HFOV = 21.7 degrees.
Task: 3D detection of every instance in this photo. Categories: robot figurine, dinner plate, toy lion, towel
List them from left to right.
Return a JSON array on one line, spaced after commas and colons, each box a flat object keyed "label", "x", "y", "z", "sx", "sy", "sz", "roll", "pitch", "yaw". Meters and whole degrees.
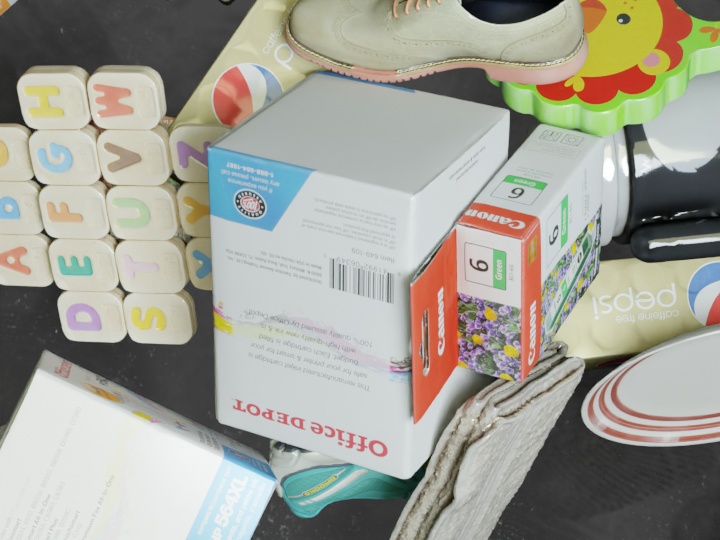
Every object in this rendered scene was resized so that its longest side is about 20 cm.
[{"label": "towel", "x": 0.076, "y": 0.142, "z": 1.254, "sx": 0.034, "sy": 0.132, "sz": 0.201, "roll": 39, "pitch": 127, "yaw": 20}, {"label": "toy lion", "x": 0.183, "y": -0.175, "z": 1.261, "sx": 0.198, "sy": 0.069, "sz": 0.193, "roll": 3, "pitch": 58, "yaw": 9}, {"label": "robot figurine", "x": 0.213, "y": -0.084, "z": 1.297, "sx": 0.198, "sy": 0.150, "sz": 0.126, "roll": -7, "pitch": 106, "yaw": -6}, {"label": "dinner plate", "x": 0.248, "y": 0.073, "z": 1.290, "sx": 0.199, "sy": 0.201, "sz": 0.024, "roll": -6, "pitch": 62, "yaw": -7}]

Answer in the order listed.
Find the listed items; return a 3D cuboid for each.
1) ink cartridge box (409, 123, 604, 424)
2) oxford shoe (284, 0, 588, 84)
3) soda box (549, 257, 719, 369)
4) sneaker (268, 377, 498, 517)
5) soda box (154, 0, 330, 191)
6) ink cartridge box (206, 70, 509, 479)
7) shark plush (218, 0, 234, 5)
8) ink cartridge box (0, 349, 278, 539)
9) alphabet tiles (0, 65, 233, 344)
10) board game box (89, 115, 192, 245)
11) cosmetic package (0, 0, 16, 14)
[{"label": "ink cartridge box", "x": 0.094, "y": 0.004, "z": 1.175, "sx": 0.050, "sy": 0.200, "sz": 0.110, "roll": 14, "pitch": 127, "yaw": 23}, {"label": "oxford shoe", "x": 0.046, "y": -0.168, "z": 1.207, "sx": 0.198, "sy": 0.074, "sz": 0.071, "roll": 1, "pitch": 58, "yaw": 8}, {"label": "soda box", "x": 0.211, "y": 0.027, "z": 1.321, "sx": 0.198, "sy": 0.064, "sz": 0.068, "roll": -5, "pitch": 79, "yaw": -8}, {"label": "sneaker", "x": 0.032, "y": 0.118, "z": 1.323, "sx": 0.199, "sy": 0.078, "sz": 0.080, "roll": -15, "pitch": 122, "yaw": -9}, {"label": "soda box", "x": -0.060, "y": -0.139, "z": 1.279, "sx": 0.068, "sy": 0.064, "sz": 0.201, "roll": 34, "pitch": 82, "yaw": -3}, {"label": "ink cartridge box", "x": 0.000, "y": 0.000, "z": 1.208, "sx": 0.146, "sy": 0.146, "sz": 0.201, "roll": 14, "pitch": 121, "yaw": 23}, {"label": "shark plush", "x": -0.094, "y": -0.258, "z": 1.245, "sx": 0.083, "sy": 0.091, "sz": 0.200, "roll": 52, "pitch": 127, "yaw": 15}, {"label": "ink cartridge box", "x": -0.174, "y": 0.145, "z": 1.258, "sx": 0.199, "sy": 0.129, "sz": 0.126, "roll": 27, "pitch": 89, "yaw": -8}, {"label": "alphabet tiles", "x": -0.167, "y": -0.040, "z": 1.252, "sx": 0.194, "sy": 0.015, "sz": 0.201, "roll": 2, "pitch": 118, "yaw": 15}, {"label": "board game box", "x": -0.100, "y": -0.054, "z": 1.313, "sx": 0.198, "sy": 0.019, "sz": 0.104, "roll": 3, "pitch": 93, "yaw": -7}, {"label": "cosmetic package", "x": -0.230, "y": -0.229, "z": 1.247, "sx": 0.200, "sy": 0.101, "sz": 0.071, "roll": -42, "pitch": 98, "yaw": -3}]
